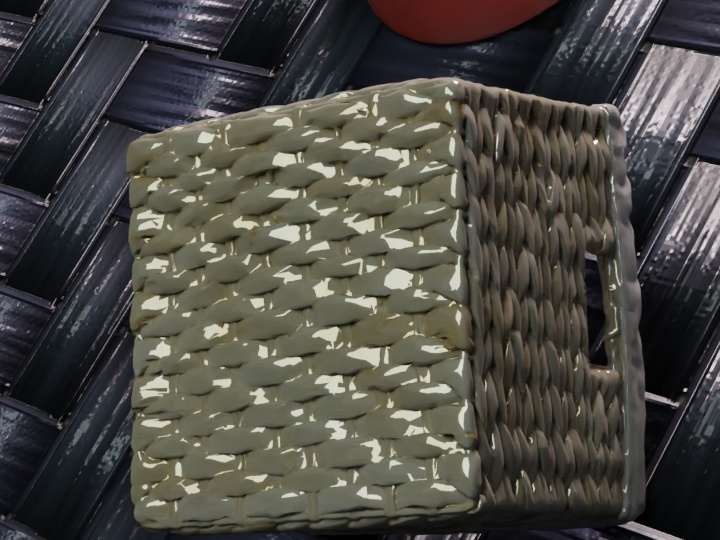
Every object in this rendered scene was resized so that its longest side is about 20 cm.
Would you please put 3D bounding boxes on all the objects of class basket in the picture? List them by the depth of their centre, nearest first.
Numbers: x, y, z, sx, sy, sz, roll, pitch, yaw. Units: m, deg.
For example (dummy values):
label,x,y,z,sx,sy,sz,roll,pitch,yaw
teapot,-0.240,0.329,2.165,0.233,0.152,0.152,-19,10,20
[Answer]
label,x,y,z,sx,sy,sz,roll,pitch,yaw
basket,0.008,0.022,0.928,0.199,0.160,0.200,-7,82,34

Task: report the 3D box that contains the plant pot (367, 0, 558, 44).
label,x,y,z,sx,sy,sz,roll,pitch,yaw
plant pot,0.043,-0.261,1.147,0.199,0.177,0.202,-19,50,24
